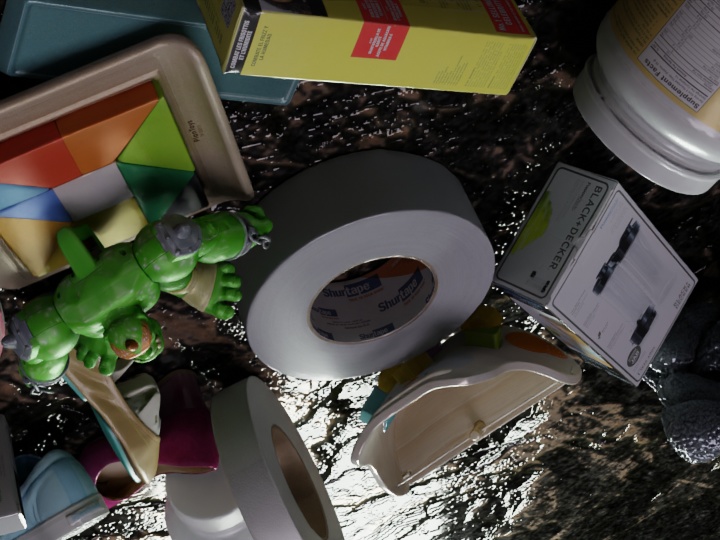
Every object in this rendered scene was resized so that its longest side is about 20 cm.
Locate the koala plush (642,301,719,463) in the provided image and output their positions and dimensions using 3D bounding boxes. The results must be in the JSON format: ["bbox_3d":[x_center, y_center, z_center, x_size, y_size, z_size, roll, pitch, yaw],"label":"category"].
[{"bbox_3d":[0.365,0.069,1.162,0.200,0.178,0.184,-35,154,16],"label":"koala plush"}]

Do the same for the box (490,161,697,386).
[{"bbox_3d":[0.201,0.007,1.035,0.200,0.060,0.117,35,84,-50],"label":"box"}]

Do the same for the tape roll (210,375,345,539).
[{"bbox_3d":[-0.065,0.187,1.046,0.037,0.203,0.203,-25,144,4],"label":"tape roll"}]

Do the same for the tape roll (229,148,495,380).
[{"bbox_3d":[0.000,0.000,0.958,0.200,0.066,0.200,-15,144,-11],"label":"tape roll"}]

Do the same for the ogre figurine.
[{"bbox_3d":[-0.158,0.017,0.820,0.200,0.098,0.120,-14,172,8],"label":"ogre figurine"}]

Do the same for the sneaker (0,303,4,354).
[{"bbox_3d":[-0.297,0.097,0.895,0.075,0.105,0.200,0,137,-25],"label":"sneaker"}]

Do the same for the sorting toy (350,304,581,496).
[{"bbox_3d":[0.064,0.109,1.035,0.200,0.107,0.180,-36,172,17],"label":"sorting toy"}]

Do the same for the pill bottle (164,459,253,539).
[{"bbox_3d":[-0.120,0.239,1.158,0.111,0.111,0.200,-18,144,-6],"label":"pill bottle"}]

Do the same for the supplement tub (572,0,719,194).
[{"bbox_3d":[0.248,-0.162,0.814,0.145,0.146,0.200,8,134,-34],"label":"supplement tub"}]

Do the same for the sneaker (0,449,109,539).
[{"bbox_3d":[-0.280,0.200,1.076,0.074,0.082,0.200,-20,171,-42],"label":"sneaker"}]

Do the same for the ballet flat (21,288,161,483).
[{"bbox_3d":[-0.188,0.089,0.950,0.063,0.069,0.200,-33,131,-10],"label":"ballet flat"}]

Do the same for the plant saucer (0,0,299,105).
[{"bbox_3d":[-0.120,-0.137,0.763,0.200,0.019,0.070,1,138,-30],"label":"plant saucer"}]

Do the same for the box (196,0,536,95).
[{"bbox_3d":[0.005,-0.154,0.759,0.200,0.075,0.050,1,138,-27],"label":"box"}]

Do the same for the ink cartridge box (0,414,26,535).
[{"bbox_3d":[-0.371,0.183,0.971,0.200,0.095,0.037,-12,143,-13],"label":"ink cartridge box"}]

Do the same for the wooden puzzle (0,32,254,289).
[{"bbox_3d":[-0.177,-0.058,0.798,0.200,0.037,0.185,-19,152,-3],"label":"wooden puzzle"}]

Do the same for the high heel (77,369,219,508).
[{"bbox_3d":[-0.186,0.179,1.060,0.067,0.096,0.200,21,126,-43],"label":"high heel"}]
